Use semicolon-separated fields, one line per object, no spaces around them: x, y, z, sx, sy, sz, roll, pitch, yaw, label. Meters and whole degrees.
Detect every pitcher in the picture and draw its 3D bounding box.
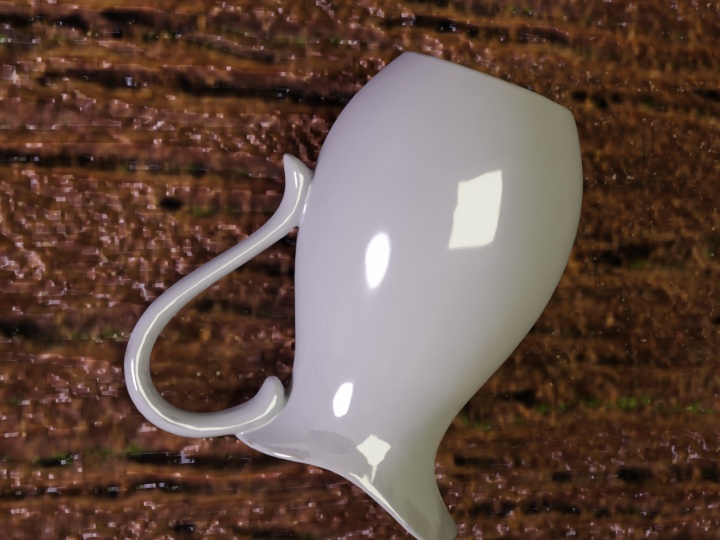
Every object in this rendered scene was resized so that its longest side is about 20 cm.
0.000;0.000;0.897;0.171;0.121;0.201;21;92;-13;pitcher
